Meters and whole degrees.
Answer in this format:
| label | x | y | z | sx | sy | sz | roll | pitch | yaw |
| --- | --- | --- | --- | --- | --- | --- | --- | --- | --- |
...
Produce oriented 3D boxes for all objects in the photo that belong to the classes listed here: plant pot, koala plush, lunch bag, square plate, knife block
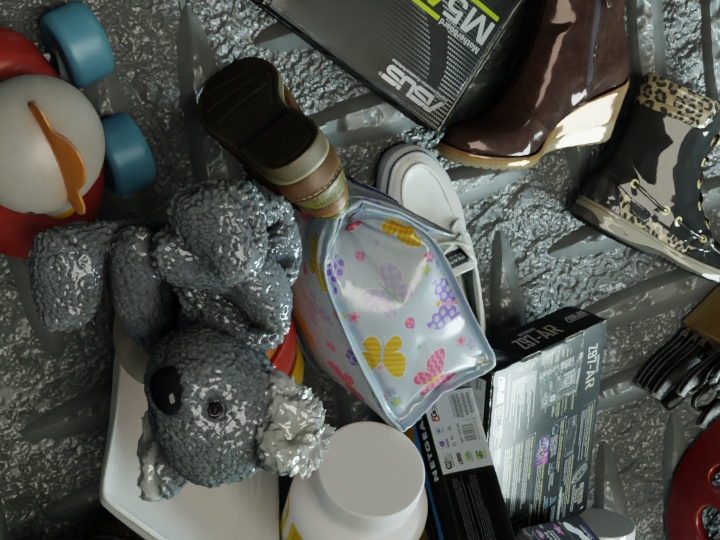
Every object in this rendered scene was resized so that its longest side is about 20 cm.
| label | x | y | z | sx | sy | sz | roll | pitch | yaw |
| --- | --- | --- | --- | --- | --- | --- | --- | --- | --- |
| plant pot | 0.425 | 0.247 | 1.654 | 0.200 | 0.182 | 0.201 | -7 | 107 | -24 |
| koala plush | -0.104 | 0.057 | 1.189 | 0.184 | 0.177 | 0.200 | 8 | 68 | -66 |
| lunch bag | 0.000 | 0.000 | 1.358 | 0.127 | 0.170 | 0.200 | -36 | 118 | -14 |
| square plate | -0.135 | 0.164 | 1.342 | 0.028 | 0.200 | 0.198 | -33 | 123 | 21 |
| knife block | 0.353 | 0.055 | 1.634 | 0.064 | 0.175 | 0.200 | 54 | 33 | -30 |

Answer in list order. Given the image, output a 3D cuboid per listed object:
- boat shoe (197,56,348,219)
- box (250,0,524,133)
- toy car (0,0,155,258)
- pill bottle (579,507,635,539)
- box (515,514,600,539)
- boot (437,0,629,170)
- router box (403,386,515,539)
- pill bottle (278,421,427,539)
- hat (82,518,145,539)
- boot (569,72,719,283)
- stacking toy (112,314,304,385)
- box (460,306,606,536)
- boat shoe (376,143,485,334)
| label | x | y | z | sx | sy | sz | roll | pitch | yaw |
| --- | --- | --- | --- | --- | --- | --- | --- | --- | --- |
| boat shoe | -0.066 | -0.095 | 1.281 | 0.072 | 0.200 | 0.068 | -35 | 124 | 1 |
| box | 0.038 | -0.243 | 1.375 | 0.200 | 0.048 | 0.193 | 34 | 86 | -31 |
| toy car | -0.227 | -0.076 | 1.197 | 0.184 | 0.200 | 0.177 | -27 | 116 | -18 |
| pill bottle | 0.212 | 0.328 | 1.605 | 0.111 | 0.111 | 0.200 | -3 | 107 | -27 |
| box | 0.144 | 0.331 | 1.505 | 0.200 | 0.132 | 0.115 | -50 | 155 | 21 |
| boot | 0.147 | -0.177 | 1.433 | 0.200 | 0.072 | 0.167 | -15 | 119 | -35 |
| router box | 0.073 | 0.215 | 1.422 | 0.051 | 0.149 | 0.200 | -8 | 71 | -21 |
| pill bottle | -0.008 | 0.208 | 1.394 | 0.112 | 0.113 | 0.200 | -18 | 152 | -22 |
| hat | -0.173 | 0.246 | 1.375 | 0.201 | 0.200 | 0.081 | 38 | 49 | -31 |
| boot | 0.297 | -0.080 | 1.550 | 0.200 | 0.073 | 0.151 | 21 | 95 | -26 |
| stacking toy | -0.094 | 0.076 | 1.375 | 0.146 | 0.146 | 0.200 | -43 | 136 | -10 |
| box | 0.145 | 0.148 | 1.511 | 0.160 | 0.043 | 0.200 | -22 | 123 | -42 |
| boat shoe | 0.072 | -0.012 | 1.452 | 0.073 | 0.067 | 0.200 | -28 | 116 | -18 |
